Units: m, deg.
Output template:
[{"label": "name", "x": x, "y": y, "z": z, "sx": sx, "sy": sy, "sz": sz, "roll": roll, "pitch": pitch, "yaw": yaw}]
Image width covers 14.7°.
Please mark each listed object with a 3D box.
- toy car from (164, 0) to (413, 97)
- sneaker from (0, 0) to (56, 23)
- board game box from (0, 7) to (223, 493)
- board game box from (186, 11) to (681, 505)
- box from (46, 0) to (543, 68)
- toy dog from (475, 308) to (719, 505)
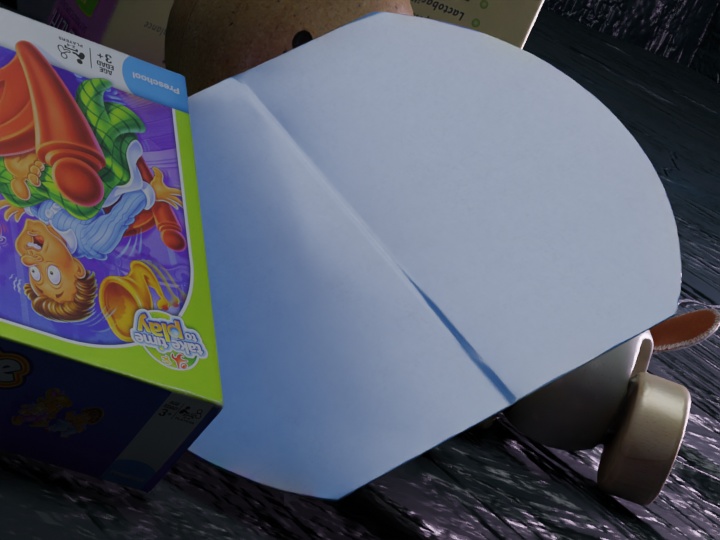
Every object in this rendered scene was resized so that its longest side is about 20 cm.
[{"label": "toy car", "x": -0.020, "y": -0.064, "z": 0.992, "sx": 0.164, "sy": 0.201, "sz": 0.158, "roll": 17, "pitch": 12, "yaw": -36}, {"label": "sneaker", "x": -0.090, "y": -0.135, "z": 1.259, "sx": 0.199, "sy": 0.119, "sz": 0.074, "roll": 0, "pitch": 42, "yaw": -3}, {"label": "board game box", "x": -0.139, "y": -0.026, "z": 0.790, "sx": 0.199, "sy": 0.045, "sz": 0.135, "roll": 19, "pitch": 41, "yaw": -29}, {"label": "board game box", "x": 0.000, "y": 0.000, "z": 0.899, "sx": 0.199, "sy": 0.039, "sz": 0.158, "roll": -27, "pitch": 58, "yaw": -24}, {"label": "box", "x": -0.030, "y": -0.110, "z": 1.205, "sx": 0.175, "sy": 0.201, "sz": 0.097, "roll": 20, "pitch": 10, "yaw": -22}, {"label": "toy dog", "x": 0.086, "y": 0.017, "z": 1.125, "sx": 0.131, "sy": 0.097, "sz": 0.200, "roll": 21, "pitch": 11, "yaw": -22}]
